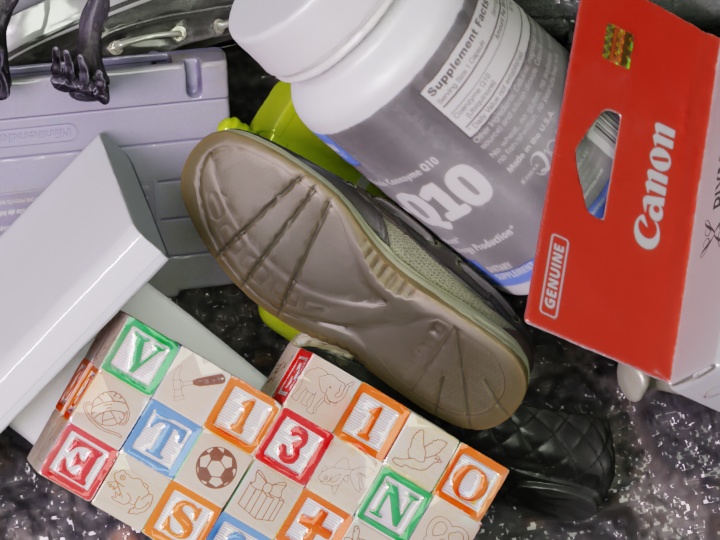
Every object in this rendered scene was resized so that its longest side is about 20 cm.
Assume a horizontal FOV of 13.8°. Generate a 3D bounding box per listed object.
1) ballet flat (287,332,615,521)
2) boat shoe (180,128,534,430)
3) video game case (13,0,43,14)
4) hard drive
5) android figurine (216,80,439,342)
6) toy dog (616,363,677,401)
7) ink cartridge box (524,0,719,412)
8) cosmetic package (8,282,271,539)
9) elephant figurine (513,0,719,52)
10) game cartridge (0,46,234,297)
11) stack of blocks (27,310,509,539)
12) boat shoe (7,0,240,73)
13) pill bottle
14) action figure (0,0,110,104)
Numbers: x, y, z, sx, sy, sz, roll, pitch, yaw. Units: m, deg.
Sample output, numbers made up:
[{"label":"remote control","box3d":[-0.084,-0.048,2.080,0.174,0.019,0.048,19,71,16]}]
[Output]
[{"label":"ballet flat","box3d":[0.045,0.073,1.528,0.200,0.066,0.057,26,54,-27]},{"label":"boat shoe","box3d":[0.001,0.000,1.465,0.201,0.066,0.072,37,114,0]},{"label":"video game case","box3d":[-0.159,-0.212,1.549,0.200,0.018,0.143,-23,68,-11]},{"label":"hard drive","box3d":[-0.178,0.033,1.449,0.200,0.132,0.027,-46,116,9]},{"label":"android figurine","box3d":[0.015,-0.037,1.532,0.200,0.041,0.182,35,79,-24]},{"label":"toy dog","box3d":[0.203,-0.010,1.538,0.200,0.140,0.194,31,79,-1]},{"label":"ink cartridge box","box3d":[0.175,-0.035,1.432,0.173,0.044,0.200,24,61,-25]},{"label":"cosmetic package","box3d":[-0.083,0.089,1.495,0.200,0.074,0.102,41,84,-10]},{"label":"elephant figurine","box3d":[0.134,-0.152,1.527,0.200,0.155,0.142,-24,81,-30]},{"label":"game cartridge","box3d":[-0.164,-0.042,1.511,0.200,0.038,0.130,-6,117,-9]},{"label":"stack of blocks","box3d":[-0.045,0.093,1.437,0.200,0.059,0.115,30,87,-12]},{"label":"boat shoe","box3d":[-0.120,-0.118,1.536,0.200,0.071,0.064,-22,88,-9]},{"label":"pill bottle","box3d":[0.039,-0.088,1.454,0.200,0.114,0.114,40,78,-24]},{"label":"action figure","box3d":[-0.131,-0.179,1.465,0.119,0.102,0.200,16,62,-2]}]
